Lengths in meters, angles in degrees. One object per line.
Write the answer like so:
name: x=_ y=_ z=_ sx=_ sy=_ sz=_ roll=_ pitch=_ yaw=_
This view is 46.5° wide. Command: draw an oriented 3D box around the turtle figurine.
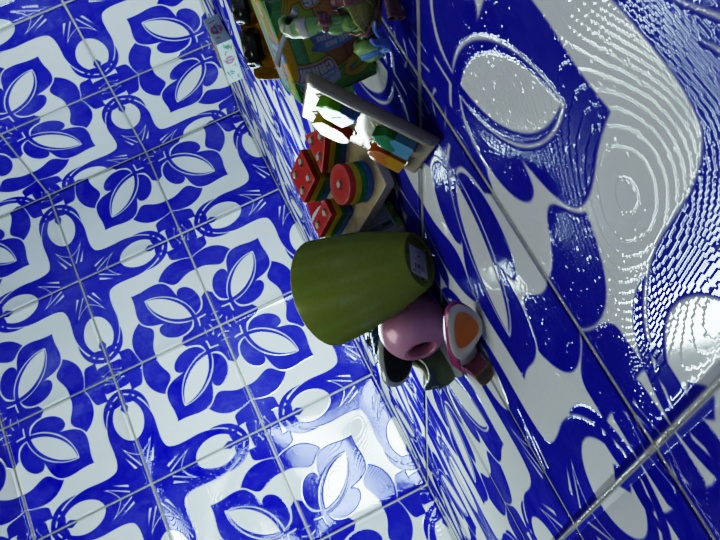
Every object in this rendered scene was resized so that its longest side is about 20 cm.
turtle figurine: x=-0.048 y=-0.337 z=0.976 sx=0.200 sy=0.143 sz=0.195 roll=47 pitch=157 yaw=58

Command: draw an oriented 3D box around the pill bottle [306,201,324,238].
pill bottle: x=-0.053 y=-0.140 z=1.688 sx=0.113 sy=0.111 sz=0.201 roll=76 pitch=177 yaw=-57

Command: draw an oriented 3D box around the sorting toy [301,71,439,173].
sorting toy: x=0.005 y=-0.186 z=1.118 sx=0.184 sy=0.037 sz=0.200 roll=26 pitch=176 yaw=-3

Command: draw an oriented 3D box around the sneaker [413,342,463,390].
sneaker: x=0.107 y=0.139 z=1.594 sx=0.201 sy=0.089 sz=0.067 roll=56 pitch=171 yaw=20

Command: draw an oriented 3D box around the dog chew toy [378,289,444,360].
dog chew toy: x=0.079 y=0.059 z=1.513 sx=0.125 sy=0.123 sz=0.201 roll=76 pitch=175 yaw=-59

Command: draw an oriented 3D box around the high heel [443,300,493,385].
high heel: x=0.149 y=0.096 z=1.301 sx=0.096 sy=0.067 sz=0.200 roll=44 pitch=173 yaw=43

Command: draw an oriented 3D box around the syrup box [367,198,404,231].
syrup box: x=0.007 y=-0.122 z=1.558 sx=0.082 sy=0.078 sz=0.201 roll=77 pitch=167 yaw=-61

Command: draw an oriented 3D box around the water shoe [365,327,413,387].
water shoe: x=0.050 y=0.135 z=1.576 sx=0.079 sy=0.071 sz=0.202 roll=-45 pitch=38 yaw=47

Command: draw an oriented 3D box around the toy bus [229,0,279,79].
toy bus: x=-0.148 y=-0.463 z=1.435 sx=0.201 sy=0.134 sz=0.193 roll=77 pitch=-178 yaw=-52

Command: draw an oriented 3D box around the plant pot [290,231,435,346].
plant pot: x=0.018 y=0.012 z=1.394 sx=0.187 sy=0.199 sz=0.189 roll=31 pitch=-130 yaw=-46

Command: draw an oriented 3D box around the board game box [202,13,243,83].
board game box: x=-0.500 y=-0.811 z=3.067 sx=0.201 sy=0.064 sz=0.148 roll=79 pitch=164 yaw=-60

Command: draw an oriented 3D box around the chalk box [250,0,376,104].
chalk box: x=-0.062 y=-0.323 z=1.206 sx=0.201 sy=0.124 sz=0.124 roll=68 pitch=173 yaw=-30

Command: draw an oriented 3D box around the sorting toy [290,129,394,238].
sorting toy: x=-0.044 y=-0.165 z=1.462 sx=0.201 sy=0.069 sz=0.199 roll=65 pitch=146 yaw=25
